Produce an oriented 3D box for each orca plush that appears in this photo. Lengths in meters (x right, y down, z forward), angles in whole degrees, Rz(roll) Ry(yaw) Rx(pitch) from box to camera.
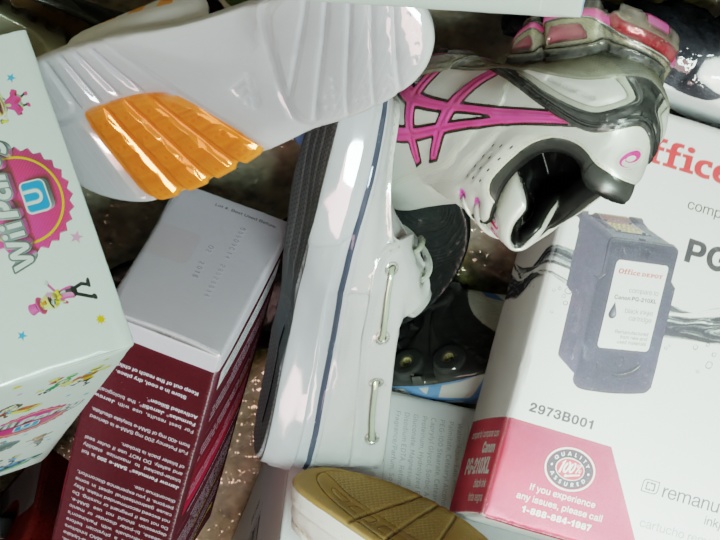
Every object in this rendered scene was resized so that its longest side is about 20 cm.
[{"bbox_3d":[0.163,-0.104,1.234,0.199,0.071,0.105,17,171,1],"label":"orca plush"}]

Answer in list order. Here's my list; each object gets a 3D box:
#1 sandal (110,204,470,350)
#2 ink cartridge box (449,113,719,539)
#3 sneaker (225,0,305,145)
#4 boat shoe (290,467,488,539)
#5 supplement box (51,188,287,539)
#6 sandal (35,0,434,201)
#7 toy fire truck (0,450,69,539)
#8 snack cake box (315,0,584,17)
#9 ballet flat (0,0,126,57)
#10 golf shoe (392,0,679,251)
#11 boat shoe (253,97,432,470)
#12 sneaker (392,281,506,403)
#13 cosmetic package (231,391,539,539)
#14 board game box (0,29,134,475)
[{"bbox_3d":[-0.039,0.011,1.306,0.200,0.048,0.076,-19,105,15],"label":"sandal"},{"bbox_3d":[0.140,0.035,1.236,0.144,0.084,0.201,16,83,-7],"label":"ink cartridge box"},{"bbox_3d":[-0.034,-0.138,1.200,0.071,0.083,0.200,-41,142,-19],"label":"sneaker"},{"bbox_3d":[0.043,0.161,1.197,0.200,0.071,0.070,33,115,20],"label":"boat shoe"},{"bbox_3d":[-0.095,0.072,1.274,0.061,0.109,0.201,20,128,5],"label":"supplement box"},{"bbox_3d":[-0.052,-0.087,1.158,0.206,0.059,0.079,-13,116,29],"label":"sandal"},{"bbox_3d":[-0.209,0.192,1.380,0.112,0.168,0.200,32,121,-21],"label":"toy fire truck"},{"bbox_3d":[0.038,-0.206,1.062,0.114,0.201,0.067,3,163,0],"label":"snack cake box"},{"bbox_3d":[-0.138,-0.092,1.230,0.199,0.069,0.068,24,122,-16],"label":"ballet flat"},{"bbox_3d":[0.056,-0.052,1.189,0.072,0.092,0.200,24,156,-28],"label":"golf shoe"},{"bbox_3d":[0.000,0.000,1.217,0.066,0.074,0.201,7,121,-11],"label":"boat shoe"},{"bbox_3d":[0.085,0.045,1.327,0.199,0.072,0.073,-4,134,8],"label":"sneaker"},{"bbox_3d":[0.040,0.167,1.348,0.199,0.123,0.200,10,147,-7],"label":"cosmetic package"},{"bbox_3d":[-0.170,0.002,1.196,0.064,0.148,0.200,-16,168,-20],"label":"board game box"}]
